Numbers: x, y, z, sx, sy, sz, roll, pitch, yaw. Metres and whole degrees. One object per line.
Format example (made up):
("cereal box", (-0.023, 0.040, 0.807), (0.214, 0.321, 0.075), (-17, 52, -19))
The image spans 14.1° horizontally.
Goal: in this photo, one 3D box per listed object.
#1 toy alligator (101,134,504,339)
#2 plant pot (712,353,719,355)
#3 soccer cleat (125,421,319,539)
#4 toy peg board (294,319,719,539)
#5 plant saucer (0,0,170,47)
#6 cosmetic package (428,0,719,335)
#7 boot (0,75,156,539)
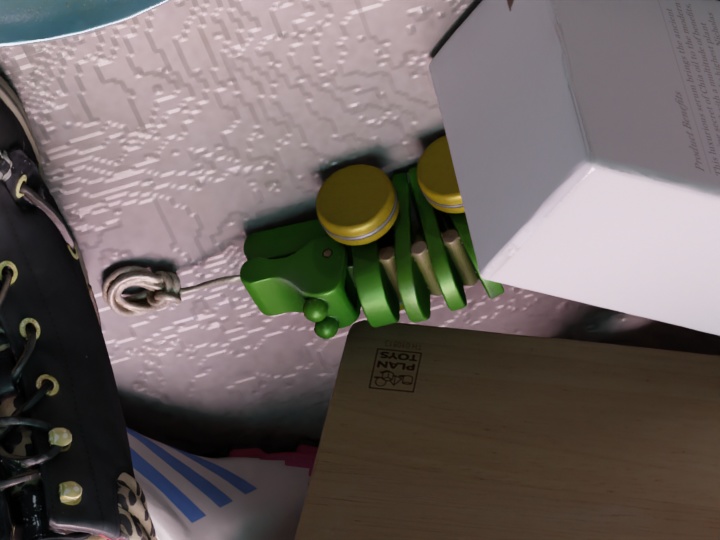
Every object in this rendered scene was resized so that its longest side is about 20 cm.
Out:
("toy alligator", (0.000, 0.000, 1.090), (0.199, 0.054, 0.059), (-18, 143, 7))
("plant pot", (0.132, 0.095, 1.189), (0.200, 0.201, 0.093), (-17, 104, 6))
("soccer cleat", (-0.065, 0.111, 1.192), (0.200, 0.087, 0.070), (15, 136, -33))
("toy peg board", (0.077, 0.135, 1.072), (0.199, 0.200, 0.098), (6, 144, 11))
("plant saucer", (-0.111, -0.144, 0.888), (0.200, 0.027, 0.200), (-9, 144, -6))
("cosmetic package", (0.132, -0.035, 1.045), (0.200, 0.102, 0.071), (14, 137, -31))
("boot", (-0.126, 0.023, 0.995), (0.073, 0.154, 0.204), (-22, 144, 3))
